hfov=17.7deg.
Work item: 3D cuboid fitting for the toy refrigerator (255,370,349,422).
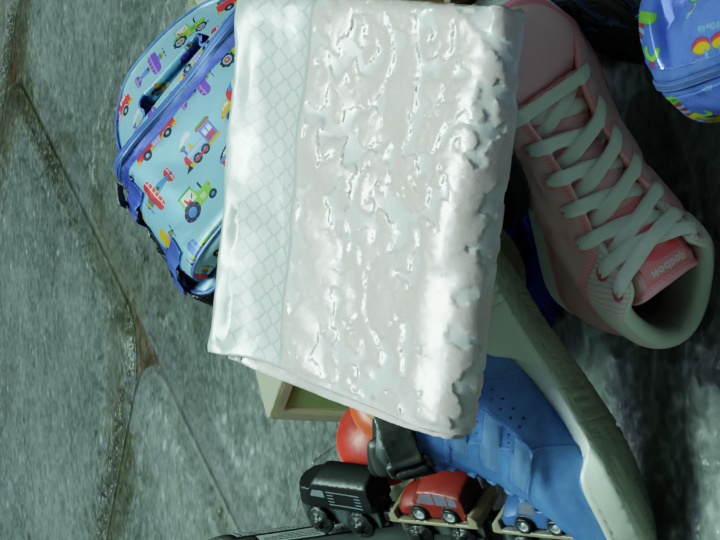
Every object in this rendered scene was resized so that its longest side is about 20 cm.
[{"bbox_3d":[0.000,0.000,1.353,0.070,0.076,0.200,-107,29,-45],"label":"toy refrigerator"}]

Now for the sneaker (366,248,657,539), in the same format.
[{"bbox_3d":[0.065,0.088,1.181,0.200,0.111,0.077,56,-162,-20],"label":"sneaker"}]

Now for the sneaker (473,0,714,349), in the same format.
[{"bbox_3d":[0.118,-0.044,1.130,0.105,0.075,0.201,37,156,54],"label":"sneaker"}]

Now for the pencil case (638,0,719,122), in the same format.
[{"bbox_3d":[0.195,-0.111,1.000,0.078,0.087,0.200,61,159,-9],"label":"pencil case"}]

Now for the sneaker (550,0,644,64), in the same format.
[{"bbox_3d":[0.122,-0.152,1.184,0.200,0.075,0.079,5,74,58],"label":"sneaker"}]

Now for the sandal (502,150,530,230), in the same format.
[{"bbox_3d":[0.021,-0.045,1.169,0.075,0.045,0.200,61,156,-15],"label":"sandal"}]

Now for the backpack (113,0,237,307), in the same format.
[{"bbox_3d":[-0.073,-0.090,1.438,0.183,0.134,0.200,-44,54,15],"label":"backpack"}]

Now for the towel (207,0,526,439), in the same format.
[{"bbox_3d":[-0.002,-0.035,1.120,0.191,0.032,0.201,14,100,47],"label":"towel"}]

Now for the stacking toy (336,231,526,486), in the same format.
[{"bbox_3d":[0.026,0.055,1.293,0.200,0.085,0.086,111,148,-49],"label":"stacking toy"}]

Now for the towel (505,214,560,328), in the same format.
[{"bbox_3d":[0.058,0.014,1.360,0.200,0.049,0.148,112,146,-42],"label":"towel"}]

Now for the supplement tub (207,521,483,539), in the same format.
[{"bbox_3d":[-0.025,0.210,1.361,0.122,0.199,0.123,173,90,-70],"label":"supplement tub"}]

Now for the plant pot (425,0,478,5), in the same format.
[{"bbox_3d":[0.041,-0.226,1.183,0.186,0.200,0.187,35,147,27],"label":"plant pot"}]

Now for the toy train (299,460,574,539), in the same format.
[{"bbox_3d":[0.050,0.130,1.289,0.200,0.034,0.046,3,126,33],"label":"toy train"}]

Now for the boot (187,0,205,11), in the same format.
[{"bbox_3d":[-0.069,-0.190,1.616,0.155,0.072,0.200,-115,33,-47],"label":"boot"}]
